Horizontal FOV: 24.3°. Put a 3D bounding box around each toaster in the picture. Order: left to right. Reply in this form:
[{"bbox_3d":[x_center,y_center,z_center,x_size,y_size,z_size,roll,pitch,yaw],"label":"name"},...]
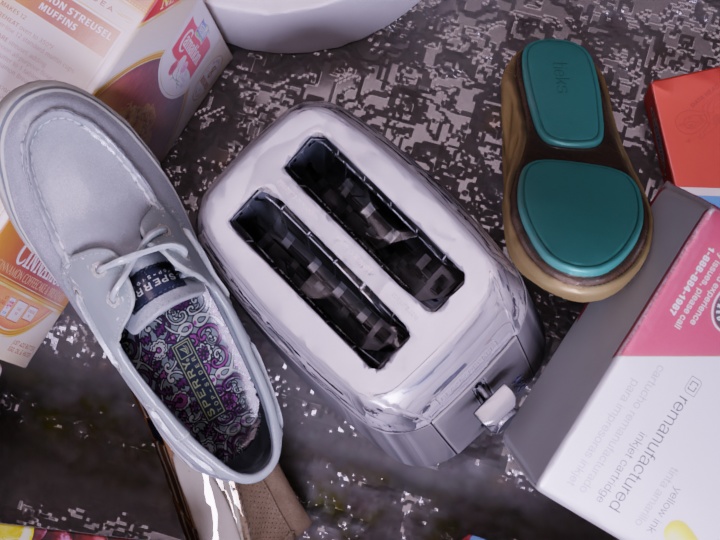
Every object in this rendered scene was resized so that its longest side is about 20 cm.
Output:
[{"bbox_3d":[0.000,0.000,0.801,0.114,0.129,0.200,-43,79,-3],"label":"toaster"}]

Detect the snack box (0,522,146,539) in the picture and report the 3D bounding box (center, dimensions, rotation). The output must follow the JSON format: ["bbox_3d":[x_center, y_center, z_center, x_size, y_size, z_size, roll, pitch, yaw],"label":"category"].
[{"bbox_3d":[-0.174,0.199,0.742,0.199,0.068,0.170,9,70,-7],"label":"snack box"}]

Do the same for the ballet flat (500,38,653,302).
[{"bbox_3d":[0.097,-0.034,0.782,0.068,0.063,0.201,8,38,-1],"label":"ballet flat"}]

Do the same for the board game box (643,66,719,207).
[{"bbox_3d":[0.255,-0.038,0.826,0.199,0.040,0.154,-12,79,3],"label":"board game box"}]

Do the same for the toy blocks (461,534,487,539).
[{"bbox_3d":[0.078,0.203,0.756,0.136,0.100,0.201,20,56,9],"label":"toy blocks"}]

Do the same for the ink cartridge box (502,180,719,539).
[{"bbox_3d":[0.189,0.076,0.753,0.199,0.083,0.146,31,95,-10],"label":"ink cartridge box"}]

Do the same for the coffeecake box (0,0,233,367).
[{"bbox_3d":[-0.155,-0.061,0.814,0.073,0.154,0.201,32,85,8],"label":"coffeecake box"}]

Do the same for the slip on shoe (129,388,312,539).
[{"bbox_3d":[-0.079,0.052,0.811,0.060,0.076,0.201,-21,98,-14],"label":"slip on shoe"}]

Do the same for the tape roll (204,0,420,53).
[{"bbox_3d":[-0.038,-0.220,0.872,0.201,0.071,0.204,-1,80,6],"label":"tape roll"}]

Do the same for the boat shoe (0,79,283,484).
[{"bbox_3d":[-0.089,0.007,0.726,0.070,0.071,0.202,-34,109,-15],"label":"boat shoe"}]
